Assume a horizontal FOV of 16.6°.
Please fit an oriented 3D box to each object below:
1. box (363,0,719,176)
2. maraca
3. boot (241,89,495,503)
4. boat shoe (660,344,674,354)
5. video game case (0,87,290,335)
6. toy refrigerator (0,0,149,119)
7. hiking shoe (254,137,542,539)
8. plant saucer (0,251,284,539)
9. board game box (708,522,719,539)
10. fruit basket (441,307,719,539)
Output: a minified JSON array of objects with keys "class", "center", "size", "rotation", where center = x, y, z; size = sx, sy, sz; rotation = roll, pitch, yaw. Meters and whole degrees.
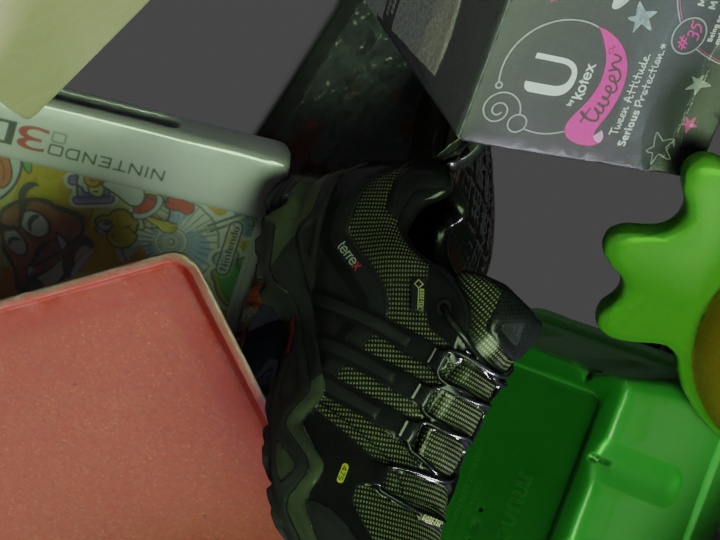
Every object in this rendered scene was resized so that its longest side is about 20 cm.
[{"class":"box","center":[0.094,-0.159,0.957],"size":[0.114,0.132,0.201],"rotation":[9,117,-25]},{"class":"maraca","center":[0.187,0.021,1.003],"size":[0.200,0.107,0.137],"rotation":[33,115,-26]},{"class":"boot","center":[0.000,0.000,1.031],"size":[0.097,0.201,0.075],"rotation":[2,156,18]},{"class":"boat shoe","center":[0.216,0.025,1.177],"size":[0.199,0.066,0.075],"rotation":[-23,169,-32]},{"class":"video game case","center":[-0.142,0.017,1.006],"size":[0.181,0.023,0.201],"rotation":[13,117,-12]},{"class":"toy refrigerator","center":[-0.089,-0.160,0.914],"size":[0.200,0.070,0.076],"rotation":[-44,136,9]},{"class":"hiking shoe","center":[0.019,0.044,0.931],"size":[0.100,0.201,0.076],"rotation":[-19,157,25]},{"class":"plant saucer","center":[-0.114,0.086,0.993],"size":[0.199,0.037,0.200],"rotation":[-15,121,18]},{"class":"board game box","center":[0.193,0.133,1.180],"size":[0.200,0.035,0.126],"rotation":[-33,157,-51]},{"class":"fruit basket","center":[0.087,0.126,1.111],"size":[0.215,0.155,0.216],"rotation":[-31,130,-45]}]
